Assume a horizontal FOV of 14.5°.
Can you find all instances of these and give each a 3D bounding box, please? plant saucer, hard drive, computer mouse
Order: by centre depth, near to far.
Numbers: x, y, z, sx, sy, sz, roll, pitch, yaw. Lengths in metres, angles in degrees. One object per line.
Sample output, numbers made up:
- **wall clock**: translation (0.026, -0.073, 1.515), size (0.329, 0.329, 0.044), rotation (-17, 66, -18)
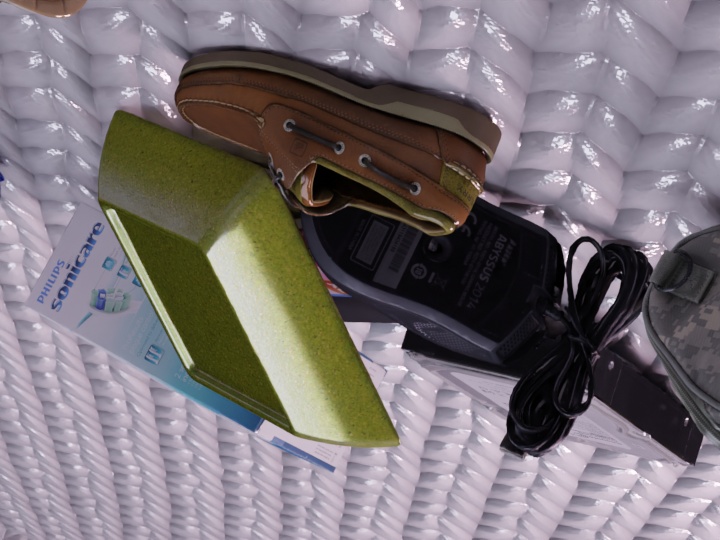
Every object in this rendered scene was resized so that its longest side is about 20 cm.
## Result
- **computer mouse**: translation (0.052, 0.007, 1.600), size (0.200, 0.139, 0.053), rotation (32, 165, -2)
- **plant saucer**: translation (-0.080, 0.014, 1.678), size (0.200, 0.048, 0.200), rotation (24, 144, 56)
- **hard drive**: translation (0.129, 0.079, 1.855), size (0.140, 0.038, 0.200), rotation (12, 169, 29)

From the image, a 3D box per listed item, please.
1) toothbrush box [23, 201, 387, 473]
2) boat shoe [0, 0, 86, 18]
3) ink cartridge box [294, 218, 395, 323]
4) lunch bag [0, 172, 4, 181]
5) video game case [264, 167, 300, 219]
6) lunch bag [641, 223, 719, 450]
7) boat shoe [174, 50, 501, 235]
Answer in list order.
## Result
- **toothbrush box**: translation (-0.103, 0.046, 1.903), size (0.200, 0.085, 0.146), rotation (28, 177, 24)
- **boat shoe**: translation (-0.225, -0.179, 1.401), size (0.200, 0.072, 0.065), rotation (25, 161, -36)
- **ink cartridge box**: translation (0.000, 0.000, 1.730), size (0.095, 0.037, 0.200), rotation (30, 161, -31)
- **lunch bag**: translation (-0.332, -0.031, 1.856), size (0.124, 0.200, 0.170), rotation (48, 172, 15)
- **video game case**: translation (-0.001, -0.018, 1.763), size (0.200, 0.018, 0.143), rotation (16, 164, 18)
- **lunch bag**: translation (0.256, 0.061, 1.490), size (0.168, 0.139, 0.200), rotation (29, 174, 45)
- **boat shoe**: translation (-0.024, -0.068, 1.521), size (0.200, 0.068, 0.072), rotation (12, 164, 33)
